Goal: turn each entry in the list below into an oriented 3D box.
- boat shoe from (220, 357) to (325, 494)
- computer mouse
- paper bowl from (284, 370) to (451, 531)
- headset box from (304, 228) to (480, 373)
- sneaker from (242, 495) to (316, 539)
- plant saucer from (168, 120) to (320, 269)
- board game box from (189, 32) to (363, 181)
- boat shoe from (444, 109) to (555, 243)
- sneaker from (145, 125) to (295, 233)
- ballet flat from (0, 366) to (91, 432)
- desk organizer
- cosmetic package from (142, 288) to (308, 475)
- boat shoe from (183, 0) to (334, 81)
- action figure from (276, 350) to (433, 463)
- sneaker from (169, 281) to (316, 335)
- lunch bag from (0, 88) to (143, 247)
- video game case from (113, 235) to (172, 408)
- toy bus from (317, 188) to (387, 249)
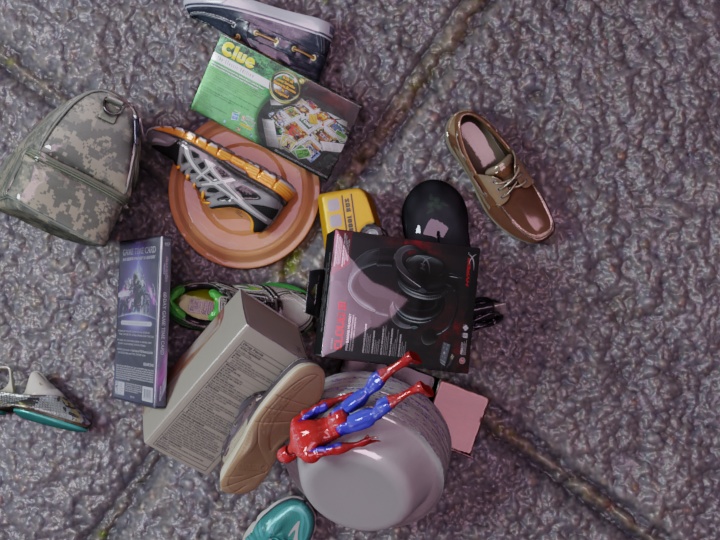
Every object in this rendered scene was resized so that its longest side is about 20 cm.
[{"bbox_3d":[-0.111,0.171,1.161,0.071,0.065,0.201,12,121,-37],"label":"boat shoe"},{"bbox_3d":[0.106,-0.018,1.280,0.136,0.053,0.203,-9,88,1],"label":"computer mouse"},{"bbox_3d":[0.005,0.228,1.197,0.197,0.105,0.203,8,127,11],"label":"paper bowl"},{"bbox_3d":[0.032,0.037,1.193,0.197,0.077,0.151,8,85,-10],"label":"headset box"},{"bbox_3d":[-0.131,0.367,1.252,0.078,0.080,0.200,44,88,2],"label":"sneaker"},{"bbox_3d":[-0.150,-0.103,1.295,0.197,0.032,0.204,0,88,1],"label":"plant saucer"},{"bbox_3d":[-0.106,-0.205,1.259,0.198,0.023,0.106,28,106,0],"label":"board game box"},{"bbox_3d":[0.176,-0.118,1.274,0.076,0.072,0.201,-40,88,-1],"label":"boat shoe"},{"bbox_3d":[-0.182,-0.117,1.245,0.198,0.078,0.078,29,97,2],"label":"sneaker"},{"bbox_3d":[-0.435,0.157,1.269,0.197,0.072,0.073,8,88,-1],"label":"ballet flat"},{"bbox_3d":[0.057,0.161,1.265,0.197,0.072,0.078,21,86,1],"label":"desk organizer"},{"bbox_3d":[-0.166,0.136,1.217,0.103,0.088,0.200,36,106,-29],"label":"cosmetic package"},{"bbox_3d":[-0.138,-0.292,1.283,0.197,0.071,0.092,14,90,1],"label":"boat shoe"},{"bbox_3d":[-0.012,0.162,1.106,0.198,0.052,0.066,-31,62,17],"label":"action figure"},{"bbox_3d":[-0.151,0.053,1.262,0.197,0.085,0.079,1,88,-1],"label":"sneaker"},{"bbox_3d":[-0.344,-0.129,1.210,0.138,0.199,0.170,25,81,-25],"label":"lunch bag"},{"bbox_3d":[-0.270,0.062,1.241,0.019,0.142,0.203,5,86,-33],"label":"video game case"},{"bbox_3d":[0.000,0.000,1.270,0.077,0.065,0.203,-9,88,7],"label":"toy bus"}]
